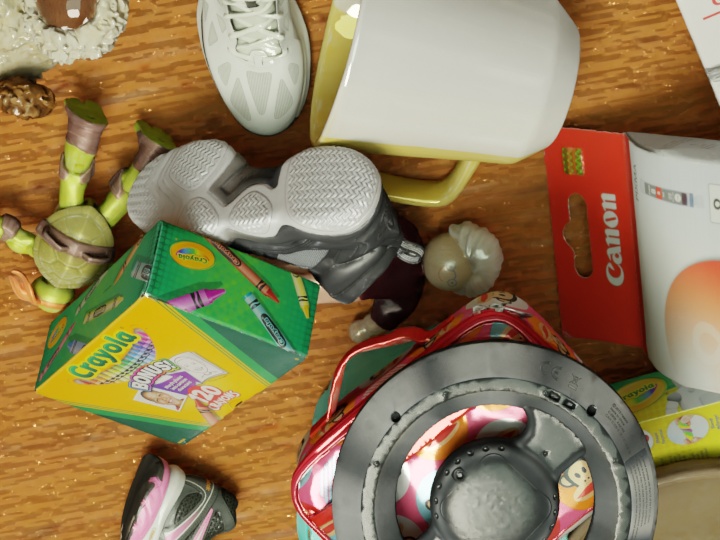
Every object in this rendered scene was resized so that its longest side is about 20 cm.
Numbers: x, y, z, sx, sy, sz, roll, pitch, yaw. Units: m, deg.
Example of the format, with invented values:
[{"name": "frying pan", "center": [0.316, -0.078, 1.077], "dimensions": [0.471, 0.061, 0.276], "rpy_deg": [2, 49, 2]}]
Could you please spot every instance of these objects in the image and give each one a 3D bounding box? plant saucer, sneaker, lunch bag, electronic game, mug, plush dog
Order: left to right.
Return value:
[{"name": "plush dog", "center": [-0.215, -0.197, 1.356], "dimensions": [0.172, 0.160, 0.201], "rpy_deg": [-33, 76, 28]}, {"name": "sneaker", "center": [-0.146, 0.237, 1.521], "dimensions": [0.086, 0.080, 0.201], "rpy_deg": [17, 116, -14]}, {"name": "sneaker", "center": [-0.080, -0.173, 1.348], "dimensions": [0.075, 0.115, 0.201], "rpy_deg": [-6, 109, 5]}, {"name": "sneaker", "center": [-0.055, -0.027, 1.367], "dimensions": [0.199, 0.076, 0.114], "rpy_deg": [1, 151, 34]}, {"name": "mug", "center": [0.054, -0.134, 1.362], "dimensions": [0.153, 0.187, 0.150], "rpy_deg": [12, 77, -10]}, {"name": "lunch bag", "center": [0.057, 0.111, 1.321], "dimensions": [0.200, 0.082, 0.176], "rpy_deg": [-41, 98, 12]}, {"name": "electronic game", "center": [0.082, 0.140, 1.262], "dimensions": [0.199, 0.042, 0.201], "rpy_deg": [0, 101, 1]}, {"name": "plant saucer", "center": [0.233, 0.200, 1.470], "dimensions": [0.199, 0.030, 0.201], "rpy_deg": [-4, 133, -5]}]

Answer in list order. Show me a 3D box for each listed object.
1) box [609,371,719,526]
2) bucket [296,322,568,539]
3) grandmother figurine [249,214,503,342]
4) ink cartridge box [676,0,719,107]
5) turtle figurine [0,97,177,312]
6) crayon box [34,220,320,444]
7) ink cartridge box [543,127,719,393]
[{"name": "box", "center": [0.246, 0.116, 1.444], "dimensions": [0.199, 0.048, 0.118], "rpy_deg": [-16, 132, 5]}, {"name": "bucket", "center": [0.054, 0.151, 1.444], "dimensions": [0.206, 0.135, 0.208], "rpy_deg": [1, 108, 3]}, {"name": "grandmother figurine", "center": [0.000, 0.000, 1.435], "dimensions": [0.199, 0.061, 0.122], "rpy_deg": [-5, 132, 7]}, {"name": "ink cartridge box", "center": [0.266, -0.168, 1.321], "dimensions": [0.115, 0.067, 0.200], "rpy_deg": [-22, 127, 11]}, {"name": "turtle figurine", "center": [-0.203, -0.034, 1.432], "dimensions": [0.199, 0.064, 0.162], "rpy_deg": [23, 109, -4]}, {"name": "crayon box", "center": [-0.126, 0.046, 1.389], "dimensions": [0.118, 0.058, 0.200], "rpy_deg": [22, 150, -21]}, {"name": "ink cartridge box", "center": [0.196, -0.009, 1.367], "dimensions": [0.199, 0.050, 0.163], "rpy_deg": [8, 115, 39]}]
